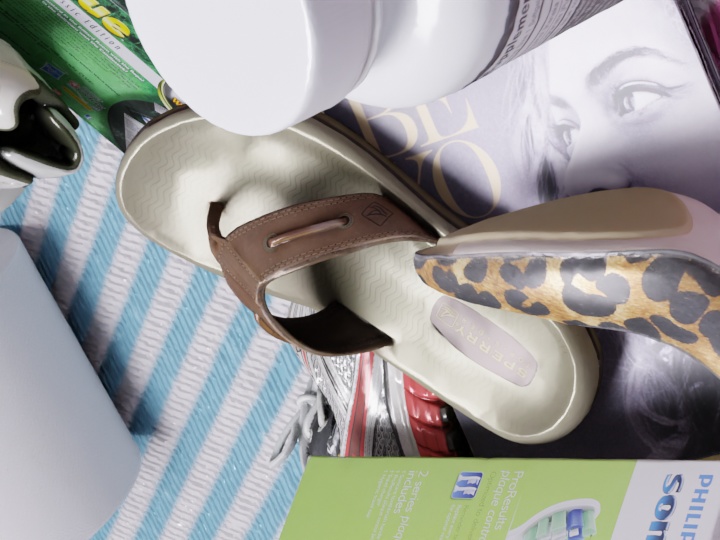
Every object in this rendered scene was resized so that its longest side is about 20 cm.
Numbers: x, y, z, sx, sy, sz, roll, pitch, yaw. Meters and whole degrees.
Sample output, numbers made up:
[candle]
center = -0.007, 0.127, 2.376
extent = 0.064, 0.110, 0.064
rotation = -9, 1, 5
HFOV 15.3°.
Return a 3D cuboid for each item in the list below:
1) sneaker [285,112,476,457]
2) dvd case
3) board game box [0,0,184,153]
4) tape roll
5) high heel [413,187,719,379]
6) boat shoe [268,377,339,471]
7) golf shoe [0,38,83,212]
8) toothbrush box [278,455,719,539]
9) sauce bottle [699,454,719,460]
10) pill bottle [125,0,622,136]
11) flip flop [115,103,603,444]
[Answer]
[sneaker]
center = 0.000, 0.000, 1.055
extent = 0.082, 0.078, 0.201
rotation = -11, 90, 35
[dvd case]
center = 0.075, -0.019, 0.966
extent = 0.148, 0.016, 0.200
rotation = -17, 102, 31
[board game box]
center = -0.078, -0.071, 1.121
extent = 0.200, 0.024, 0.105
rotation = 40, 155, -26
[tape roll]
center = -0.232, 0.088, 1.399
extent = 0.202, 0.203, 0.139
rotation = -2, 122, 54
[high heel]
center = 0.118, 0.046, 0.921
extent = 0.199, 0.071, 0.143
rotation = 0, 109, 18
[boat shoe]
center = 0.001, 0.075, 1.194
extent = 0.068, 0.074, 0.200
rotation = 24, 151, 16
[golf shoe]
center = -0.160, -0.053, 1.139
extent = 0.097, 0.078, 0.200
rotation = 27, 170, 13
[toothbrush box]
center = 0.080, 0.139, 0.990
extent = 0.200, 0.086, 0.146
rotation = -2, 146, 42
[sauce bottle]
center = 0.096, 0.028, 1.023
extent = 0.066, 0.066, 0.200
rotation = -10, 115, 57
[pill bottle]
center = 0.026, -0.116, 0.817
extent = 0.111, 0.200, 0.111
rotation = 28, 133, 35
[flip flop]
center = -0.006, 0.003, 0.974
extent = 0.200, 0.058, 0.081
rotation = 33, 125, 14
